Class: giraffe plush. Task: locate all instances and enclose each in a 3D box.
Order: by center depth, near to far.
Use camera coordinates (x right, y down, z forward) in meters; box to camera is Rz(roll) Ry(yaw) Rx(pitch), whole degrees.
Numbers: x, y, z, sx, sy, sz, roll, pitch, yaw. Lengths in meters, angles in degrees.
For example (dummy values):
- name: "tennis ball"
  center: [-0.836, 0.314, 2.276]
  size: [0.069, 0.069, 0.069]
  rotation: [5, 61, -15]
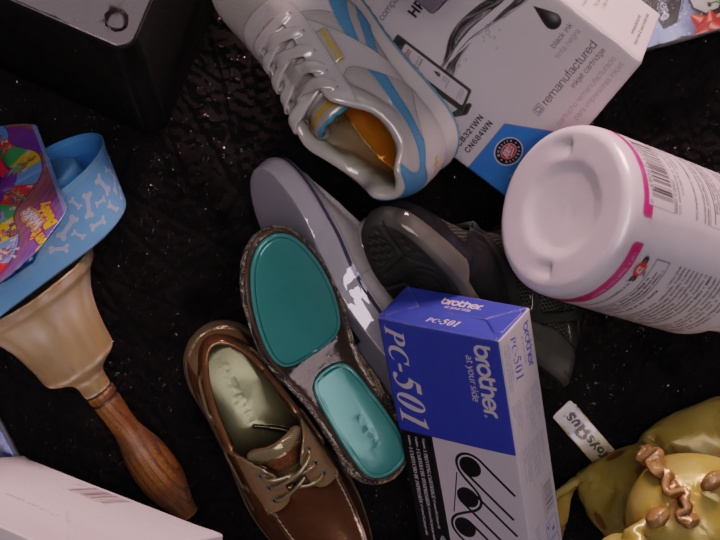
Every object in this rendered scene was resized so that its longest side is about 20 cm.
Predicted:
- name: "giraffe plush"
  center: [0.227, 0.164, 1.261]
  size: [0.199, 0.162, 0.173]
  rotation: [31, 88, -6]

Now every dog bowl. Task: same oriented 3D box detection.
- name: "dog bowl"
  center: [-0.241, -0.014, 1.234]
  size: [0.200, 0.111, 0.050]
  rotation: [-39, 114, -14]

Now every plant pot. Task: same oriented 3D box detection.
- name: "plant pot"
  center: [-0.184, -0.222, 1.208]
  size: [0.199, 0.177, 0.200]
  rotation: [24, 88, -5]

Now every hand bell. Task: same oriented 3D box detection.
- name: "hand bell"
  center: [-0.174, 0.091, 1.273]
  size: [0.104, 0.104, 0.200]
  rotation: [-33, 107, -4]

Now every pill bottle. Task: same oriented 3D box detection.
- name: "pill bottle"
  center: [0.198, -0.020, 1.241]
  size: [0.199, 0.113, 0.114]
  rotation: [16, 89, -41]

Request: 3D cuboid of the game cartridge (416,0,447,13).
- name: "game cartridge"
  center: [0.052, -0.256, 1.167]
  size: [0.130, 0.038, 0.200]
  rotation: [44, 48, -2]

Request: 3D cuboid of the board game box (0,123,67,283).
- name: "board game box"
  center: [-0.276, -0.043, 1.194]
  size: [0.157, 0.200, 0.039]
  rotation: [-29, 127, -1]

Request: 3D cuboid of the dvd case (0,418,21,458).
- name: "dvd case"
  center: [-0.334, 0.094, 1.277]
  size: [0.142, 0.018, 0.201]
  rotation: [-28, 94, -4]

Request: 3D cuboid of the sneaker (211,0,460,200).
- name: "sneaker"
  center: [-0.024, -0.130, 1.202]
  size: [0.200, 0.081, 0.077]
  rotation: [43, 126, 2]

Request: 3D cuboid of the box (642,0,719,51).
- name: "box"
  center: [0.174, -0.251, 1.311]
  size: [0.136, 0.040, 0.201]
  rotation: [-15, 92, -4]

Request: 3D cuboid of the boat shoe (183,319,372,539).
- name: "boat shoe"
  center: [-0.060, 0.127, 1.277]
  size: [0.075, 0.074, 0.200]
  rotation: [-34, 94, -4]

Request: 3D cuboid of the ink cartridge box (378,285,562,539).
- name: "ink cartridge box"
  center: [0.076, 0.112, 1.241]
  size: [0.094, 0.044, 0.201]
  rotation: [11, 126, 32]

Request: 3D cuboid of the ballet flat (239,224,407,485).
- name: "ballet flat"
  center: [-0.032, 0.057, 1.270]
  size: [0.068, 0.075, 0.201]
  rotation: [-32, 106, -11]

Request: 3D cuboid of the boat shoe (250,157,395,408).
- name: "boat shoe"
  center: [0.000, 0.000, 1.291]
  size: [0.070, 0.071, 0.200]
  rotation: [-35, 91, -29]

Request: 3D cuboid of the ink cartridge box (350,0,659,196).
- name: "ink cartridge box"
  center: [0.076, -0.166, 1.247]
  size: [0.200, 0.084, 0.146]
  rotation: [36, 125, -4]

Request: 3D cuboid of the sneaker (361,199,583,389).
- name: "sneaker"
  center: [0.084, -0.012, 1.267]
  size: [0.199, 0.076, 0.115]
  rotation: [35, 62, -30]

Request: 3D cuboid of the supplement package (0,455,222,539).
- name: "supplement package"
  center: [-0.217, 0.242, 1.178]
  size: [0.191, 0.147, 0.201]
  rotation: [16, 97, 36]
